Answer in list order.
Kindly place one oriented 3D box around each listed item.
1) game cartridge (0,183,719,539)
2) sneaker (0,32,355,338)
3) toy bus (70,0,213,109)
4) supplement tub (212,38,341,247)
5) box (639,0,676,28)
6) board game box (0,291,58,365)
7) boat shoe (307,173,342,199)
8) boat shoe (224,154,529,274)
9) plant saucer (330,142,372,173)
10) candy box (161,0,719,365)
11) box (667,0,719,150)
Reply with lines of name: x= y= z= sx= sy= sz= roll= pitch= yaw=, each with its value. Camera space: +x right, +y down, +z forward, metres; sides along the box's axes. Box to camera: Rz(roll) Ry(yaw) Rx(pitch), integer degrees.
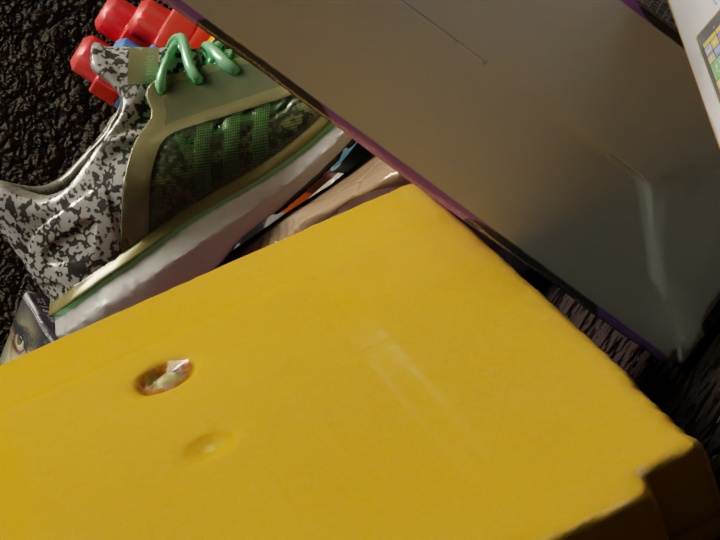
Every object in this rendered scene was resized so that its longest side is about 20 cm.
game cartridge: x=-0.030 y=0.053 z=0.574 sx=0.175 sy=0.033 sz=0.200 roll=-24 pitch=25 yaw=-8
sneaker: x=-0.056 y=-0.059 z=0.900 sx=0.200 sy=0.089 sz=0.077 roll=-44 pitch=9 yaw=-2
toy bus: x=-0.053 y=-0.107 z=1.384 sx=0.201 sy=0.191 sz=0.136 roll=-56 pitch=5 yaw=-17
supplement tub: x=-0.054 y=-0.015 z=1.103 sx=0.107 sy=0.106 sz=0.201 roll=-75 pitch=3 yaw=-70
box: x=0.110 y=-0.131 z=0.922 sx=0.201 sy=0.051 sz=0.158 roll=-59 pitch=7 yaw=-12
board game box: x=-0.113 y=0.113 z=0.956 sx=0.200 sy=0.028 sz=0.136 roll=49 pitch=121 yaw=53
boat shoe: x=-0.003 y=0.007 z=1.028 sx=0.200 sy=0.062 sz=0.075 roll=-40 pitch=25 yaw=9
boat shoe: x=0.000 y=0.000 z=0.906 sx=0.072 sy=0.065 sz=0.200 roll=-37 pitch=4 yaw=-33
plant saucer: x=0.051 y=-0.118 z=0.964 sx=0.201 sy=0.027 sz=0.200 roll=-59 pitch=5 yaw=8
candy box: x=0.026 y=-0.064 z=0.698 sx=0.072 sy=0.167 sz=0.200 roll=-54 pitch=7 yaw=5
box: x=0.112 y=-0.112 z=0.574 sx=0.119 sy=0.041 sz=0.201 roll=-50 pitch=42 yaw=40
